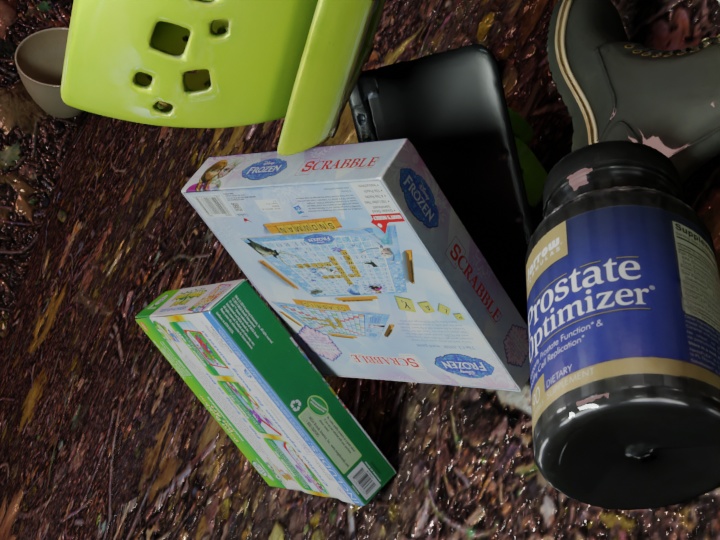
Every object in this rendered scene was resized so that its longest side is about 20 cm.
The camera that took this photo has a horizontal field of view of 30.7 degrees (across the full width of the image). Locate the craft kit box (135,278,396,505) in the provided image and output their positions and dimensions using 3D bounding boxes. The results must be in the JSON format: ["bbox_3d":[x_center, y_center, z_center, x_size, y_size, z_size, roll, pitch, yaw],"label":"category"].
[{"bbox_3d":[-0.084,0.100,1.080,0.049,0.200,0.197,-43,15,-25],"label":"craft kit box"}]

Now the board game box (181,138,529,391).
[{"bbox_3d":[0.000,0.000,0.921,0.200,0.200,0.041,1,46,44],"label":"board game box"}]

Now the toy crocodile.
[{"bbox_3d":[0.095,-0.088,1.063,0.068,0.062,0.200,-50,18,-9],"label":"toy crocodile"}]

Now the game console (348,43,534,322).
[{"bbox_3d":[0.067,-0.064,1.001,0.176,0.116,0.201,-58,-45,-79],"label":"game console"}]

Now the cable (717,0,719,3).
[{"bbox_3d":[0.270,-0.112,0.741,0.097,0.050,0.201,-21,55,18],"label":"cable"}]

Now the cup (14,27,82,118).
[{"bbox_3d":[-0.675,-0.431,2.969,0.144,0.199,0.201,101,175,-49],"label":"cup"}]

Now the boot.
[{"bbox_3d":[0.202,-0.135,0.866,0.138,0.077,0.201,-39,47,40],"label":"boot"}]

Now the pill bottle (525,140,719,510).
[{"bbox_3d":[0.150,0.025,0.747,0.112,0.112,0.200,-44,30,40],"label":"pill bottle"}]

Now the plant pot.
[{"bbox_3d":[-0.071,-0.204,0.882,0.199,0.181,0.200,-71,1,-57],"label":"plant pot"}]
